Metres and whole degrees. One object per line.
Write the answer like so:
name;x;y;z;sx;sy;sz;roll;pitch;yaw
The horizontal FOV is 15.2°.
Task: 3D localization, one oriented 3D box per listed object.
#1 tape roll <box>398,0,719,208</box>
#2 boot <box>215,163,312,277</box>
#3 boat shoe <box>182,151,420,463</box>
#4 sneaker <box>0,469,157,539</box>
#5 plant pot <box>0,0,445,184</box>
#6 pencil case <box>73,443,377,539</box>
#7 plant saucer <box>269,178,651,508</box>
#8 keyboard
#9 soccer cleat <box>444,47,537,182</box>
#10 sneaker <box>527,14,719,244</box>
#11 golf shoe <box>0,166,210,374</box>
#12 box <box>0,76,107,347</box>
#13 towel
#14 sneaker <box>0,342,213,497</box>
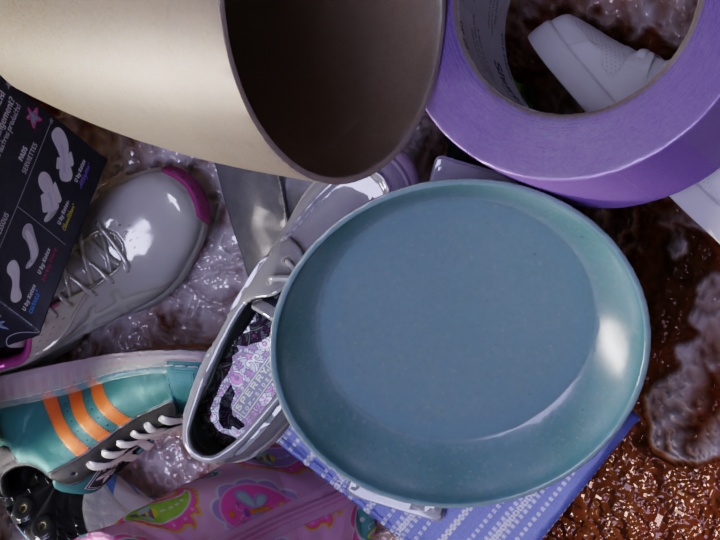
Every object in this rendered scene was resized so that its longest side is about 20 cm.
tape roll;0.122;-0.136;1.377;0.200;0.066;0.201;-6;75;25
boot;0.000;0.000;1.543;0.181;0.073;0.201;3;102;24
boat shoe;-0.037;0.020;1.461;0.072;0.069;0.200;40;104;6
sneaker;-0.143;0.167;1.671;0.200;0.073;0.072;28;74;27
plant pot;-0.091;-0.136;1.357;0.200;0.187;0.188;1;108;35
pencil case;-0.079;0.157;1.553;0.087;0.200;0.088;18;118;39
plant saucer;0.052;0.033;1.420;0.199;0.036;0.201;-1;119;-1
keyboard;0.043;0.039;1.467;0.056;0.011;0.201;18;106;9
soccer cleat;0.071;-0.037;1.488;0.081;0.068;0.200;-15;104;30
sneaker;0.189;-0.093;1.416;0.200;0.074;0.116;45;101;19
golf shoe;-0.172;0.009;1.612;0.200;0.091;0.075;-37;88;30
box;-0.268;-0.025;1.583;0.200;0.132;0.115;-16;135;42
towel;0.035;0.072;1.500;0.200;0.024;0.145;39;106;6
sneaker;-0.147;0.090;1.621;0.200;0.071;0.080;-12;86;35
